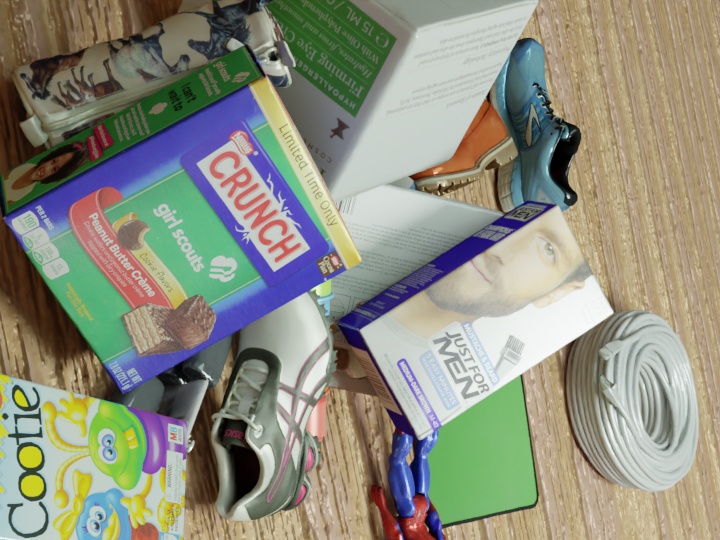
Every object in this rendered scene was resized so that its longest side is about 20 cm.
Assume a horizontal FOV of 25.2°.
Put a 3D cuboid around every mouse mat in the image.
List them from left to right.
[{"bbox_3d":[0.111,0.160,1.554,0.200,0.008,0.161,1,80,-54],"label":"mouse mat"}]

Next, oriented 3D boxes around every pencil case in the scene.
[{"bbox_3d":[-0.148,-0.137,1.149,0.200,0.089,0.078,-21,104,-10],"label":"pencil case"}]

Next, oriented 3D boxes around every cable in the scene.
[{"bbox_3d":[0.301,0.143,1.759,0.200,0.069,0.200,-37,111,-51],"label":"cable"}]

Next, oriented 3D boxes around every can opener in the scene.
[{"bbox_3d":[-0.133,0.066,1.217,0.066,0.053,0.200,49,45,-32],"label":"can opener"}]

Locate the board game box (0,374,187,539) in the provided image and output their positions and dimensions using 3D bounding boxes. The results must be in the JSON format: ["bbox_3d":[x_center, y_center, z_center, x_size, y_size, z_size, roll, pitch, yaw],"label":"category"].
[{"bbox_3d":[-0.219,0.134,1.041,0.200,0.105,0.103,22,63,-50],"label":"board game box"}]

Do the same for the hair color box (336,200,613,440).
[{"bbox_3d":[0.095,0.039,1.327,0.200,0.065,0.109,-33,104,-14],"label":"hair color box"}]

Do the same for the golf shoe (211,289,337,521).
[{"bbox_3d":[-0.070,0.096,1.229,0.088,0.077,0.200,-18,113,-60],"label":"golf shoe"}]

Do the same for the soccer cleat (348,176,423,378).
[{"bbox_3d":[0.000,0.000,1.414,0.086,0.070,0.200,18,67,-25],"label":"soccer cleat"}]

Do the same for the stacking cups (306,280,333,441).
[{"bbox_3d":[-0.049,0.039,1.280,0.060,0.060,0.200,-9,102,-53],"label":"stacking cups"}]

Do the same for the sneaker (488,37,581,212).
[{"bbox_3d":[0.193,-0.147,1.676,0.078,0.090,0.200,9,73,-52],"label":"sneaker"}]

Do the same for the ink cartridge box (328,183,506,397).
[{"bbox_3d":[0.007,0.013,1.350,0.200,0.045,0.176,13,93,-19],"label":"ink cartridge box"}]

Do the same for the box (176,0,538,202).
[{"bbox_3d":[-0.011,-0.191,1.287,0.199,0.171,0.200,41,34,18],"label":"box"}]

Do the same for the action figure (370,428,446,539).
[{"bbox_3d":[0.044,0.199,1.420,0.065,0.052,0.200,-4,88,-48],"label":"action figure"}]

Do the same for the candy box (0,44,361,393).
[{"bbox_3d":[-0.123,-0.035,1.121,0.169,0.200,0.077,62,-2,-33],"label":"candy box"}]

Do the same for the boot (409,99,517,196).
[{"bbox_3d":[0.078,-0.129,1.542,0.200,0.075,0.107,-38,108,-59],"label":"boot"}]
